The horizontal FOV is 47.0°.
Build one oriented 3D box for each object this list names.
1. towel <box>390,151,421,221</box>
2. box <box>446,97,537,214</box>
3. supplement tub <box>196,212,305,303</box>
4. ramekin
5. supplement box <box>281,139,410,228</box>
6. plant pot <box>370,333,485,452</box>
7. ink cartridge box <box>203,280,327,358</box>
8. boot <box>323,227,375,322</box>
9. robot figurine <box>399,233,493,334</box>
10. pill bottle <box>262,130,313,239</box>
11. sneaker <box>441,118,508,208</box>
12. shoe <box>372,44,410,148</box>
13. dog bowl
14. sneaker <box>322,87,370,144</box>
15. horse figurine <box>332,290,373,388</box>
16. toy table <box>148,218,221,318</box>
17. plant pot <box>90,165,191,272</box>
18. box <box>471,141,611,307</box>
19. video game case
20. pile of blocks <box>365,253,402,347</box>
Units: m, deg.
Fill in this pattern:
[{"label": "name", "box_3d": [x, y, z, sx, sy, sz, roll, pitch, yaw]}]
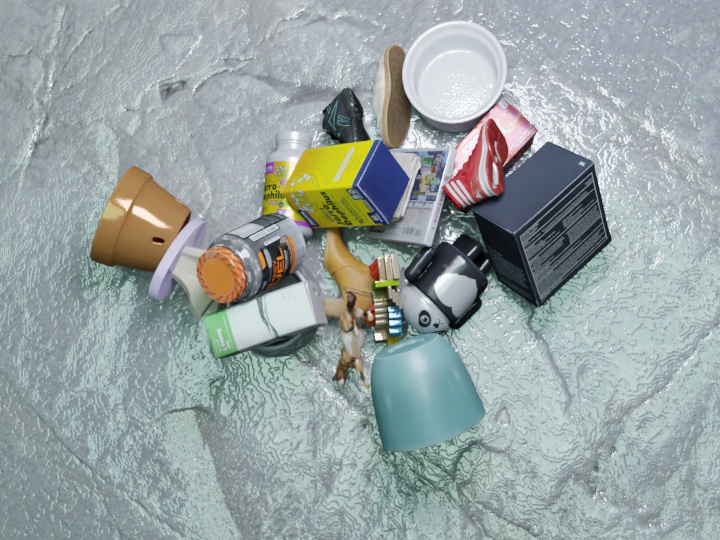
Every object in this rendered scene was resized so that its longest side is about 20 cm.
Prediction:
[{"label": "towel", "box_3d": [0.026, -0.169, 1.598, 0.199, 0.034, 0.134, 16, 84, 45]}, {"label": "box", "box_3d": [0.237, -0.217, 1.586, 0.095, 0.100, 0.200, 44, 90, 9]}, {"label": "supplement tub", "box_3d": [-0.196, -0.021, 1.492, 0.121, 0.200, 0.124, 12, 115, 27]}, {"label": "ramekin", "box_3d": [0.185, -0.368, 1.604, 0.197, 0.098, 0.204, -2, 81, 11]}, {"label": "supplement box", "box_3d": [-0.028, -0.156, 1.524, 0.198, 0.109, 0.110, 0, 54, 43]}, {"label": "plant pot", "box_3d": [0.108, 0.209, 1.494, 0.198, 0.201, 0.163, -18, 94, 5]}, {"label": "ink cartridge box", "box_3d": [-0.169, 0.091, 1.526, 0.197, 0.146, 0.085, -18, 85, 6]}, {"label": "boot", "box_3d": [0.000, 0.001, 1.617, 0.142, 0.071, 0.205, 1, 89, 2]}, {"label": "robot figurine", "box_3d": [0.160, 0.029, 1.556, 0.150, 0.125, 0.200, 43, 88, 8]}, {"label": "pill bottle", "box_3d": [-0.138, -0.167, 1.629, 0.103, 0.104, 0.203, 3, 84, 8]}, {"label": "sneaker", "box_3d": [0.196, -0.189, 1.476, 0.115, 0.201, 0.079, -24, 119, 31]}, {"label": "shoe", "box_3d": [0.059, -0.344, 1.651, 0.053, 0.069, 0.203, -1, 87, 50]}, {"label": "dog bowl", "box_3d": [-0.174, 0.069, 1.632, 0.197, 0.059, 0.203, -1, 84, 7]}, {"label": "sneaker", "box_3d": [-0.028, -0.272, 1.617, 0.079, 0.076, 0.202, -26, 43, 15]}, {"label": "horse figurine", "box_3d": [-0.014, 0.130, 1.555, 0.049, 0.132, 0.203, -3, 101, -16]}, {"label": "toy table", "box_3d": [-0.312, -0.002, 1.608, 0.116, 0.184, 0.201, 26, 58, 3]}, {"label": "plant pot", "box_3d": [-0.423, -0.083, 1.625, 0.139, 0.200, 0.202, 25, 88, -7]}, {"label": "box", "box_3d": [0.327, -0.084, 1.481, 0.199, 0.199, 0.123, -40, 44, -12]}, {"label": "video game case", "box_3d": [0.092, -0.142, 1.569, 0.023, 0.199, 0.185, 18, 86, -33]}, {"label": "pile of blocks", "box_3d": [0.041, 0.067, 1.542, 0.061, 0.082, 0.203, -6, 106, -8]}]
